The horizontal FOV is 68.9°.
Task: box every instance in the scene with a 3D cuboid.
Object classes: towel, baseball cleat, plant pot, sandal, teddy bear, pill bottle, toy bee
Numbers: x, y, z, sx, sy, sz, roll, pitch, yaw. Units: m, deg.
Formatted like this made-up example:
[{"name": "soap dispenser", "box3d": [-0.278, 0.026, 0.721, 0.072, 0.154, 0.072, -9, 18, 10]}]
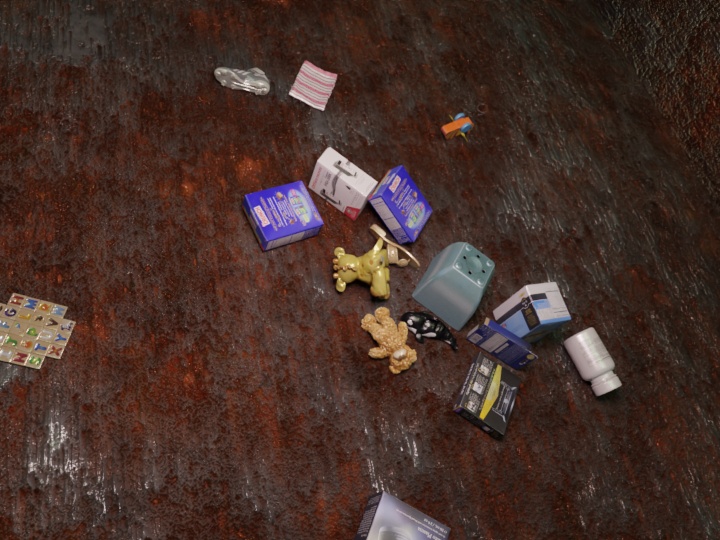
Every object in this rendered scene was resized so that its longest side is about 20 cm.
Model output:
[{"name": "towel", "box3d": [-0.177, -0.702, 1.988, 0.144, 0.030, 0.203, 21, 57, -8]}, {"name": "baseball cleat", "box3d": [-0.420, -0.687, 1.872, 0.197, 0.070, 0.108, 16, 50, -24]}, {"name": "plant pot", "box3d": [0.316, 0.028, 1.667, 0.195, 0.201, 0.197, 35, 55, 1]}, {"name": "sandal", "box3d": [0.095, -0.057, 1.719, 0.211, 0.078, 0.070, 42, 76, 13]}, {"name": "teddy bear", "box3d": [0.085, 0.202, 1.560, 0.142, 0.067, 0.203, -7, 64, -21]}, {"name": "pill bottle", "box3d": [0.771, 0.304, 1.740, 0.112, 0.115, 0.203, -14, 68, -27]}, {"name": "toy bee", "box3d": [0.417, -0.574, 2.116, 0.195, 0.109, 0.134, -8, 71, 3]}]

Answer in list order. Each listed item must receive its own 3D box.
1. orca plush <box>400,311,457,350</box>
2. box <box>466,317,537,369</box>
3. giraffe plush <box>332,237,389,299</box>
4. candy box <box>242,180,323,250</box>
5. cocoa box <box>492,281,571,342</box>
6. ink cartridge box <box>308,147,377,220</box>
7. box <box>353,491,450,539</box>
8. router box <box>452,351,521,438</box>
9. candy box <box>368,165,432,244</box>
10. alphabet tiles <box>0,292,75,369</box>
[{"name": "orca plush", "box3d": [0.224, 0.178, 1.624, 0.199, 0.071, 0.106, 38, 56, 2]}, {"name": "box", "box3d": [0.445, 0.232, 1.650, 0.198, 0.122, 0.033, 32, 55, -2]}, {"name": "giraffe plush", "box3d": [0.000, 0.000, 1.602, 0.158, 0.201, 0.176, -5, 63, 10]}, {"name": "candy box", "box3d": [-0.242, -0.171, 1.628, 0.197, 0.077, 0.171, -18, 71, -30]}, {"name": "cocoa box", "box3d": [0.547, 0.145, 1.690, 0.131, 0.201, 0.134, -5, 64, -24]}, {"name": "ink cartridge box", "box3d": [-0.061, -0.282, 1.727, 0.198, 0.147, 0.083, 35, 57, 2]}, {"name": "box", "box3d": [0.086, 0.679, 1.261, 0.197, 0.124, 0.200, 29, 57, -3]}, {"name": "router box", "box3d": [0.385, 0.374, 1.587, 0.156, 0.052, 0.201, 33, 56, 0]}, {"name": "candy box", "box3d": [0.136, -0.219, 1.764, 0.201, 0.076, 0.170, 53, 51, -23]}, {"name": "alphabet tiles", "box3d": [-0.816, 0.146, 1.280, 0.196, 0.006, 0.169, 16, 58, -12]}]
